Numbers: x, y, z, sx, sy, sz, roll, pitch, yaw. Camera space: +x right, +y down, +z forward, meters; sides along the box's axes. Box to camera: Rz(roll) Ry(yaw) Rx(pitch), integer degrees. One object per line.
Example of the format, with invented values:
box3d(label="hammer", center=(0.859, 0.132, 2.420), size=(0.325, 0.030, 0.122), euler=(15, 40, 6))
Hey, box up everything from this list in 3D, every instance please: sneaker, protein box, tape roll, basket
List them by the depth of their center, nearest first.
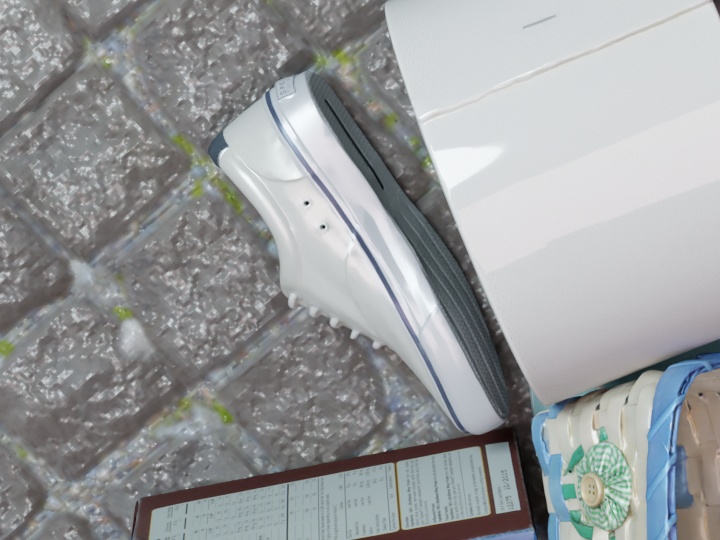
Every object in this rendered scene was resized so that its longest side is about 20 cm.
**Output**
box3d(label="basket", center=(0.181, 0.120, 1.281), size=(0.200, 0.139, 0.177), euler=(-9, 86, 37))
box3d(label="tape roll", center=(0.110, -0.055, 1.289), size=(0.139, 0.203, 0.203), euler=(-22, 107, 7))
box3d(label="sneaker", center=(0.000, 0.000, 1.380), size=(0.071, 0.073, 0.200), euler=(-30, 97, 18))
box3d(label="protein box", center=(0.001, 0.209, 1.405), size=(0.199, 0.135, 0.199), euler=(-10, 108, 3))

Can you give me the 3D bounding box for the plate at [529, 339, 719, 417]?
box3d(label="plate", center=(0.185, 0.057, 1.418), size=(0.200, 0.026, 0.201), euler=(0, 107, 0))
